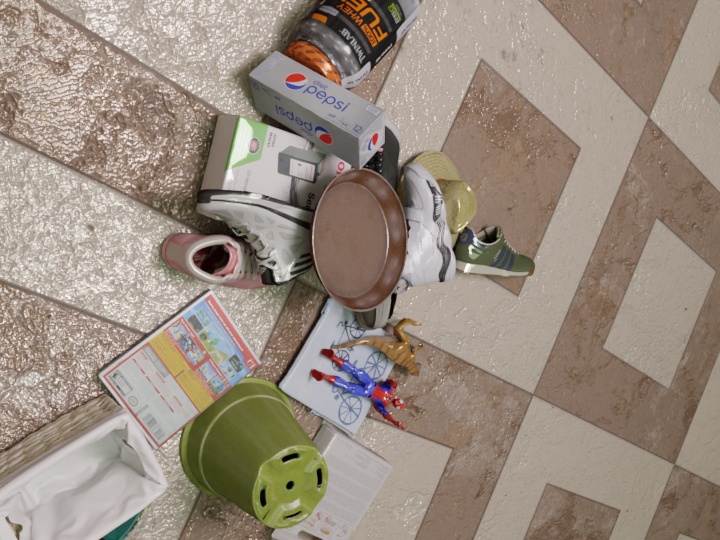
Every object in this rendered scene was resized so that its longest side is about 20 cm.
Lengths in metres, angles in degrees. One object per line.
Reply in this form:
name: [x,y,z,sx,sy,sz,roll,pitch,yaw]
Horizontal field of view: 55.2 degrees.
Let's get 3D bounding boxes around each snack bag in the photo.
snack bag: [-0.032,0.166,1.183,0.199,0.021,0.190,37,79,-34]

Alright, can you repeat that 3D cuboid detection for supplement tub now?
supplement tub: [-0.013,-0.355,1.021,0.201,0.122,0.123,-51,122,-14]

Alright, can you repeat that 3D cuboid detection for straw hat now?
straw hat: [0.151,-0.109,1.181,0.200,0.084,0.204,-5,96,-45]

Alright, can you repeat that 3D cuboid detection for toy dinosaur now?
toy dinosaur: [0.058,0.130,1.189,0.199,0.060,0.107,31,83,-35]

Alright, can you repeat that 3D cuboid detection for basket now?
basket: [-0.382,0.273,0.909,0.199,0.123,0.137,-32,116,-25]

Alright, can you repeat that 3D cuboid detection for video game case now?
video game case: [-0.261,0.144,1.014,0.199,0.017,0.144,-39,110,-21]

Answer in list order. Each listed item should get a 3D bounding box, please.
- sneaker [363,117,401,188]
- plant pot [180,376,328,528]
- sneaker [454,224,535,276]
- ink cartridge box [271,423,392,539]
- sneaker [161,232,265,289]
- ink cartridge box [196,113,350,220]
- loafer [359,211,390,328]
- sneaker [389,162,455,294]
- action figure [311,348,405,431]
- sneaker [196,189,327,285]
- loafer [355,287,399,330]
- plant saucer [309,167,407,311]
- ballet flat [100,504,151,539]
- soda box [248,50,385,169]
sneaker: [0.022,-0.152,1.058,0.201,0.070,0.100,73,28,-63]
plant pot: [-0.145,0.286,1.031,0.198,0.189,0.203,-8,105,-31]
sneaker: [0.262,-0.040,1.306,0.198,0.067,0.091,2,104,-31]
ink cartridge box: [-0.054,0.391,1.206,0.161,0.050,0.201,38,83,-34]
sneaker: [-0.178,-0.009,0.997,0.198,0.104,0.076,10,92,-35]
ink cartridge box: [-0.123,-0.130,1.018,0.198,0.084,0.147,12,94,-36]
loafer: [0.000,0.000,1.068,0.069,0.069,0.203,-24,111,-39]
sneaker: [0.077,-0.062,1.092,0.114,0.075,0.202,-21,105,-20]
action figure: [0.021,0.203,1.159,0.199,0.099,0.066,33,82,-37]
sneaker: [-0.134,-0.040,0.929,0.199,0.075,0.117,12,89,-38]
loafer: [0.040,0.001,1.158,0.075,0.068,0.203,4,89,-34]
plant saucer: [-0.006,-0.043,0.984,0.199,0.034,0.203,-2,93,-48]
ballet flat: [-0.360,0.390,0.994,0.201,0.075,0.064,-54,154,-7]
soda box: [-0.061,-0.227,0.969,0.064,0.199,0.069,-49,160,-23]
